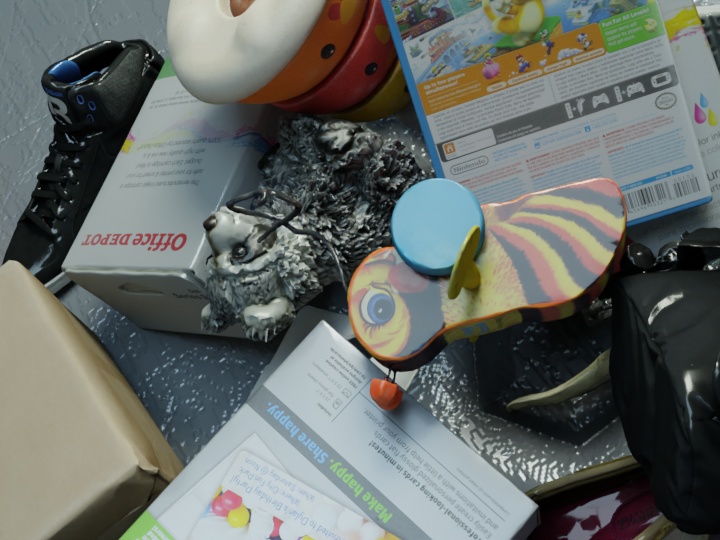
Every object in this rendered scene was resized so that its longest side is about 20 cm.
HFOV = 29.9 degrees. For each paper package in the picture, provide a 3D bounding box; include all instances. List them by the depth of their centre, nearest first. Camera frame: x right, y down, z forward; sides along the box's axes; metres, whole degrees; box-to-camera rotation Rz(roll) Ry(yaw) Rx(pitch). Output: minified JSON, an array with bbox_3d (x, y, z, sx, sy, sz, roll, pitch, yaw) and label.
[{"bbox_3d":[-0.225,0.130,0.852,0.190,0.104,0.200,-39,54,-3],"label":"paper package"}]

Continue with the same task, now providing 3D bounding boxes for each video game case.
[{"bbox_3d":[0.095,-0.113,0.733,0.141,0.018,0.203,-16,99,13],"label":"video game case"}]

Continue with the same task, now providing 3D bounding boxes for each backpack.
[{"bbox_3d":[0.229,0.061,0.648,0.196,0.128,0.168,-1,31,-4],"label":"backpack"}]

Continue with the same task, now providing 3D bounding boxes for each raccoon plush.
[{"bbox_3d":[0.000,0.000,0.786,0.198,0.097,0.136,23,75,-15],"label":"raccoon plush"}]

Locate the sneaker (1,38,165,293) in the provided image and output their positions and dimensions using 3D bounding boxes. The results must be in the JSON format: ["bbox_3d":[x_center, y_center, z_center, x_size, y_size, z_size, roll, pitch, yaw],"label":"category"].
[{"bbox_3d":[-0.212,-0.084,0.967,0.073,0.112,0.201,27,74,34],"label":"sneaker"}]

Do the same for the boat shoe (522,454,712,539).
[{"bbox_3d":[0.092,0.150,0.724,0.198,0.066,0.075,-30,55,7],"label":"boat shoe"}]

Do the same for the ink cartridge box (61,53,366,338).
[{"bbox_3d":[-0.093,-0.063,0.900,0.144,0.087,0.202,1,58,44],"label":"ink cartridge box"}]

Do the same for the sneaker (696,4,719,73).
[{"bbox_3d":[0.157,-0.135,0.867,0.197,0.075,0.088,-14,38,7],"label":"sneaker"}]

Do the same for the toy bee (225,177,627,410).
[{"bbox_3d":[0.038,0.015,0.685,0.197,0.130,0.111,-8,75,30],"label":"toy bee"}]

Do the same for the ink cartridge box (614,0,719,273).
[{"bbox_3d":[0.131,-0.104,0.782,0.146,0.202,0.086,-21,10,12],"label":"ink cartridge box"}]

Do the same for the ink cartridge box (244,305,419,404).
[{"bbox_3d":[-0.027,0.130,0.775,0.114,0.068,0.202,13,67,43],"label":"ink cartridge box"}]

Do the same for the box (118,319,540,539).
[{"bbox_3d":[-0.030,0.149,0.686,0.155,0.041,0.200,39,78,23],"label":"box"}]

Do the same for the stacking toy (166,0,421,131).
[{"bbox_3d":[-0.005,-0.141,0.816,0.145,0.199,0.148,-22,58,40],"label":"stacking toy"}]

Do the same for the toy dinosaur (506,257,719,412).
[{"bbox_3d":[0.165,0.026,0.755,0.198,0.088,0.048,-27,56,6],"label":"toy dinosaur"}]
